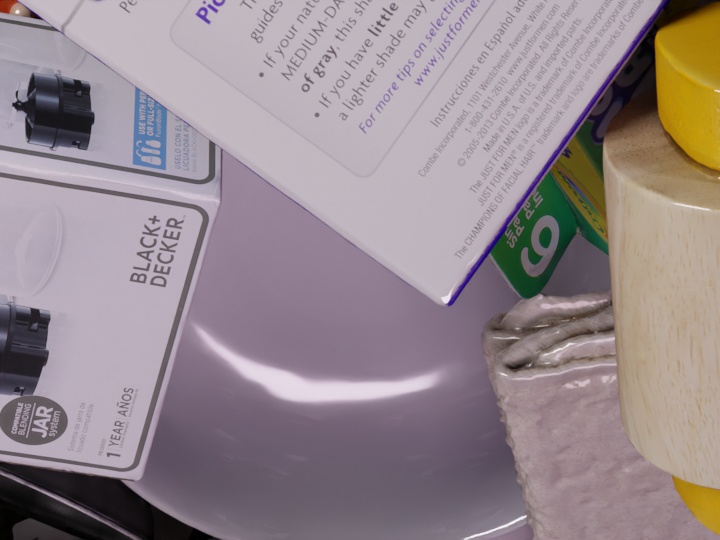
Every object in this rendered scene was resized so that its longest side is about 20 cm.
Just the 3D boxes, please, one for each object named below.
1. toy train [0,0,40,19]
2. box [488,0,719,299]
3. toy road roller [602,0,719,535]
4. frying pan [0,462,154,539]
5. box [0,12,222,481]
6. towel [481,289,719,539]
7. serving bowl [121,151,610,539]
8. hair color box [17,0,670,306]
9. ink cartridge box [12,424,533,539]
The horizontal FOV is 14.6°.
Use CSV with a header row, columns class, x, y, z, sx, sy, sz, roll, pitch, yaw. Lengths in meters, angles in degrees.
class,x,y,z,sx,sy,sz,roll,pitch,yaw
toy train,-0.128,-0.121,0.750,0.150,0.056,0.200,-34,132,1
box,0.098,-0.085,0.758,0.200,0.048,0.117,-45,134,-7
toy road roller,0.142,-0.032,0.706,0.199,0.146,0.123,-15,122,-14
frying pan,-0.152,0.053,0.943,0.189,0.031,0.115,22,168,8
box,-0.144,-0.015,0.743,0.199,0.060,0.117,8,134,-10
towel,0.114,0.065,0.883,0.132,0.035,0.200,-11,139,3
serving bowl,0.000,0.000,0.894,0.199,0.066,0.201,-2,130,-2
hair color box,-0.028,-0.093,0.666,0.200,0.065,0.109,36,95,-1
ink cartridge box,-0.005,0.125,1.029,0.199,0.085,0.146,-22,137,10
